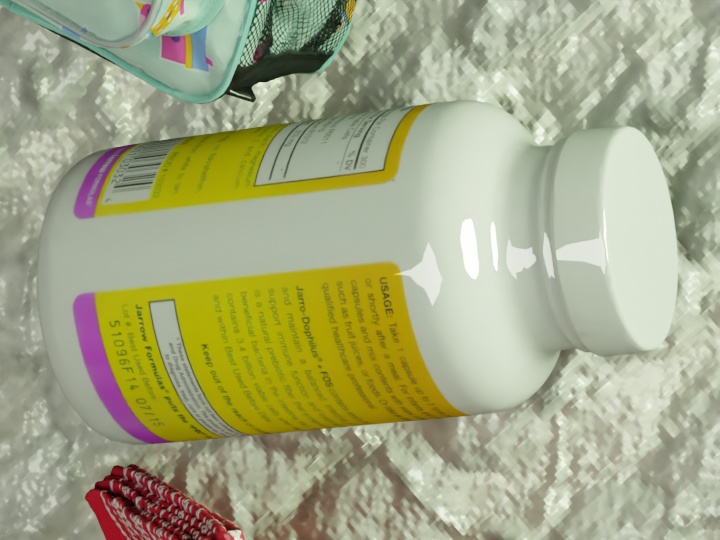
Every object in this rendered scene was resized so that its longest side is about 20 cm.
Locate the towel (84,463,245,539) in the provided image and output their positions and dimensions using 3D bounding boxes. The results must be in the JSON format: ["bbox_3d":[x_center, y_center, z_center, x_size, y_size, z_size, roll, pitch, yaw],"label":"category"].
[{"bbox_3d":[-0.051,0.144,0.999,0.022,0.200,0.145,-18,96,-13],"label":"towel"}]

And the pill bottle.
[{"bbox_3d":[0.000,0.000,0.974,0.200,0.104,0.105,-6,100,24],"label":"pill bottle"}]

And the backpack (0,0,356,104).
[{"bbox_3d":[-0.070,-0.173,0.941,0.176,0.153,0.200,29,104,20],"label":"backpack"}]
